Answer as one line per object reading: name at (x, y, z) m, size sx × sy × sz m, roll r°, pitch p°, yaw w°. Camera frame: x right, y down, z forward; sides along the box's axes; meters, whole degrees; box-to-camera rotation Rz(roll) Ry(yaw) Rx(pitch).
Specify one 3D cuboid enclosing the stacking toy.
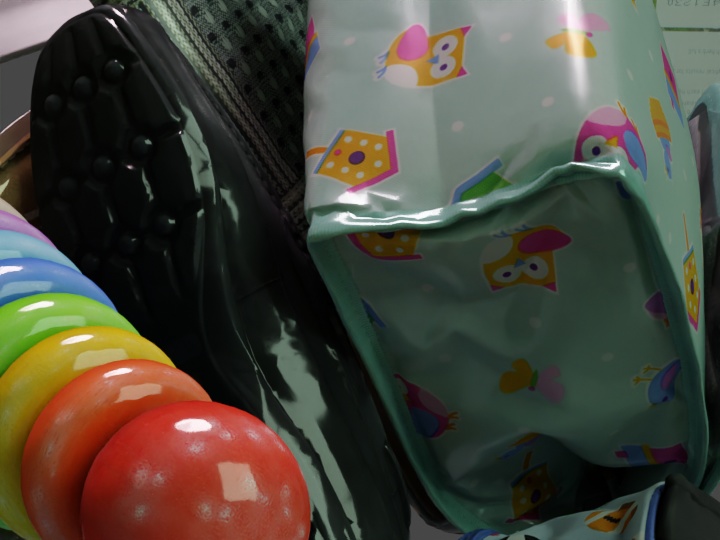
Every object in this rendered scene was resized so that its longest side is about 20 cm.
stacking toy at (-0.077, 0.036, 0.597) m, size 0.085 × 0.086 × 0.200 m, roll 25°, pitch -1°, yaw -38°

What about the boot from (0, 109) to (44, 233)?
boot at (-0.075, -0.017, 0.762) m, size 0.075 × 0.074 × 0.200 m, roll 50°, pitch 31°, yaw 10°

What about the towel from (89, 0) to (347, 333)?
towel at (-0.016, -0.093, 0.823) m, size 0.193 × 0.035 × 0.200 m, roll 55°, pitch 32°, yaw -8°

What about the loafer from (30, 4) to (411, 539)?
loafer at (-0.041, 0.015, 0.697) m, size 0.070 × 0.068 × 0.201 m, roll -13°, pitch 78°, yaw -61°

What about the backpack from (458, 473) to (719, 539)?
backpack at (0.082, 0.162, 0.688) m, size 0.200 × 0.154 × 0.191 m, roll -92°, pitch 163°, yaw -49°

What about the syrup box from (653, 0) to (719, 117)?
syrup box at (0.158, -0.020, 0.982) m, size 0.081 × 0.079 × 0.201 m, roll 19°, pitch 76°, yaw -62°

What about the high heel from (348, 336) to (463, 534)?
high heel at (0.000, 0.000, 0.854) m, size 0.200 × 0.071 × 0.143 m, roll 50°, pitch 24°, yaw -18°

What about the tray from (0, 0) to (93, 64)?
tray at (-0.145, -0.164, 0.820) m, size 0.107 × 0.022 × 0.200 m, roll -20°, pitch 77°, yaw -12°

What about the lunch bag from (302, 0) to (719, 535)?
lunch bag at (0.061, -0.014, 0.749) m, size 0.171 × 0.122 × 0.200 m, roll -90°, pitch 159°, yaw -44°
